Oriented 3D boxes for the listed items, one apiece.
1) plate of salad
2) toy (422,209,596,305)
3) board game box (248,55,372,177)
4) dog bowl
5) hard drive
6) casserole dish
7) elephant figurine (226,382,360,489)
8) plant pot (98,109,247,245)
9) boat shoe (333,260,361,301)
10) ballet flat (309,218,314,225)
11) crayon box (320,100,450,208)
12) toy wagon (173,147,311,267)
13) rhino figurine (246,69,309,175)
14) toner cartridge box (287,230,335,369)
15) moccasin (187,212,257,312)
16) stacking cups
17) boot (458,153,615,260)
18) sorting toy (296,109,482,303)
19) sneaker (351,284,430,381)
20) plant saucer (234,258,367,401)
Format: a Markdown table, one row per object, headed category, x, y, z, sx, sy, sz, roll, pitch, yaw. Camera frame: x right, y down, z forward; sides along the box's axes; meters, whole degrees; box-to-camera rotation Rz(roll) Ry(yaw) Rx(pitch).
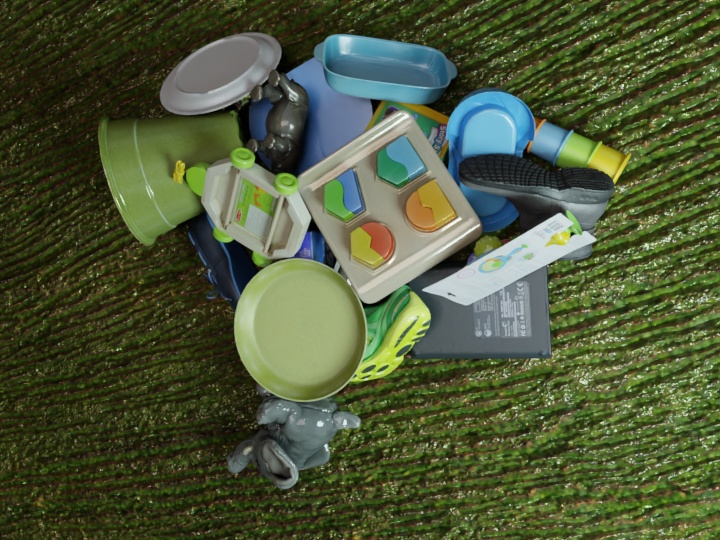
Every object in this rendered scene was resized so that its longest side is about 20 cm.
| category | x | y | z | sx | sy | sz | roll | pitch | yaw |
| --- | --- | --- | --- | --- | --- | --- | --- | --- | --- |
| plate of salad | -0.210 | -0.295 | 1.005 | 0.200 | 0.048 | 0.200 | -11 | 48 | 12 |
| toy | 0.185 | -0.022 | 0.845 | 0.200 | 0.115 | 0.047 | -28 | 60 | 31 |
| board game box | -0.071 | -0.228 | 1.007 | 0.200 | 0.039 | 0.158 | -24 | 91 | 20 |
| dog bowl | 0.167 | -0.149 | 0.879 | 0.111 | 0.050 | 0.200 | 2 | 125 | 5 |
| hard drive | 0.166 | 0.056 | 0.943 | 0.200 | 0.033 | 0.140 | -3 | 92 | 18 |
| casserole dish | 0.033 | -0.277 | 0.918 | 0.200 | 0.121 | 0.039 | 6 | 135 | -7 |
| elephant figurine | -0.111 | 0.266 | 1.012 | 0.141 | 0.155 | 0.200 | 7 | 111 | -25 |
| plant pot | -0.262 | -0.161 | 0.999 | 0.190 | 0.200 | 0.200 | -17 | 87 | -1 |
| boat shoe | -0.001 | 0.000 | 0.976 | 0.060 | 0.072 | 0.202 | 14 | 93 | 22 |
| ballet flat | -0.098 | -0.096 | 1.017 | 0.200 | 0.067 | 0.064 | -19 | 59 | 18 |
| crayon box | 0.046 | -0.139 | 0.927 | 0.119 | 0.058 | 0.200 | 28 | 82 | 12 |
| toy wagon | -0.164 | -0.097 | 0.907 | 0.200 | 0.040 | 0.155 | 32 | 134 | 6 |
| rhino figurine | -0.118 | -0.183 | 0.961 | 0.060 | 0.087 | 0.200 | 14 | 101 | 32 |
| toner cartridge box | -0.069 | 0.041 | 0.988 | 0.043 | 0.095 | 0.200 | -3 | 92 | 18 |
| moccasin | -0.214 | 0.000 | 1.053 | 0.068 | 0.080 | 0.200 | -34 | 68 | 20 |
| stacking cups | 0.259 | -0.177 | 0.890 | 0.200 | 0.060 | 0.061 | 33 | 102 | 17 |
| boot | 0.217 | -0.073 | 0.859 | 0.200 | 0.070 | 0.132 | 12 | 133 | 6 |
| sorting toy | 0.033 | -0.085 | 0.862 | 0.185 | 0.036 | 0.200 | -32 | 80 | 7 |
| sneaker | 0.028 | 0.097 | 0.968 | 0.200 | 0.074 | 0.084 | -48 | 47 | 33 |
| plant saucer | -0.082 | 0.083 | 0.929 | 0.200 | 0.031 | 0.200 | 1 | 92 | 17 |
